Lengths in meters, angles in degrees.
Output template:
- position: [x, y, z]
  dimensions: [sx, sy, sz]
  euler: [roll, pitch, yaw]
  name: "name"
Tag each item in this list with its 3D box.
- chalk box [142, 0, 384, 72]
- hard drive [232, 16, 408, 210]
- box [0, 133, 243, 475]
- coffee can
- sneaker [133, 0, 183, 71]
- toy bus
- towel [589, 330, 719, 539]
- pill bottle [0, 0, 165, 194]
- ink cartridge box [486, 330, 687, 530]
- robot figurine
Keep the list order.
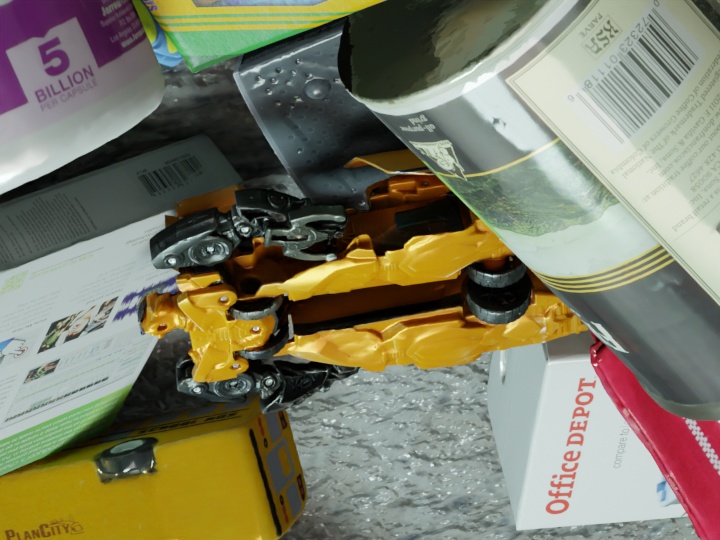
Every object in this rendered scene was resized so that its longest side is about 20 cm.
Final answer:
- position: [-0.001, -0.182, 0.961]
  dimensions: [0.199, 0.125, 0.124]
  euler: [-17, 140, 14]
  name: "chalk box"
- position: [0.039, -0.062, 1.184]
  dimensions: [0.134, 0.042, 0.200]
  euler: [-21, 140, 15]
  name: "hard drive"
- position: [-0.148, 0.029, 1.217]
  dimensions: [0.144, 0.036, 0.200]
  euler: [-22, 154, -40]
  name: "box"
- position: [0.109, -0.059, 1.047]
  dimensions: [0.146, 0.147, 0.200]
  euler: [-32, 120, 27]
  name: "coffee can"
- position: [-0.164, -0.109, 1.066]
  dimensions: [0.199, 0.071, 0.083]
  euler: [19, 134, -30]
  name: "sneaker"
- position: [-0.134, 0.116, 1.327]
  dimensions: [0.199, 0.078, 0.065]
  euler: [-12, 102, 18]
  name: "toy bus"
- position: [0.213, 0.031, 1.217]
  dimensions: [0.199, 0.023, 0.145]
  euler: [-31, 122, 2]
  name: "towel"
- position: [-0.157, -0.130, 0.949]
  dimensions: [0.112, 0.112, 0.201]
  euler: [-21, 102, 16]
  name: "pill bottle"
- position: [0.172, 0.049, 1.314]
  dimensions: [0.199, 0.086, 0.147]
  euler: [-5, 142, -8]
  name: "ink cartridge box"
- position: [0.000, 0.000, 1.173]
  dimensions: [0.199, 0.058, 0.145]
  euler: [-8, 141, -2]
  name: "robot figurine"
